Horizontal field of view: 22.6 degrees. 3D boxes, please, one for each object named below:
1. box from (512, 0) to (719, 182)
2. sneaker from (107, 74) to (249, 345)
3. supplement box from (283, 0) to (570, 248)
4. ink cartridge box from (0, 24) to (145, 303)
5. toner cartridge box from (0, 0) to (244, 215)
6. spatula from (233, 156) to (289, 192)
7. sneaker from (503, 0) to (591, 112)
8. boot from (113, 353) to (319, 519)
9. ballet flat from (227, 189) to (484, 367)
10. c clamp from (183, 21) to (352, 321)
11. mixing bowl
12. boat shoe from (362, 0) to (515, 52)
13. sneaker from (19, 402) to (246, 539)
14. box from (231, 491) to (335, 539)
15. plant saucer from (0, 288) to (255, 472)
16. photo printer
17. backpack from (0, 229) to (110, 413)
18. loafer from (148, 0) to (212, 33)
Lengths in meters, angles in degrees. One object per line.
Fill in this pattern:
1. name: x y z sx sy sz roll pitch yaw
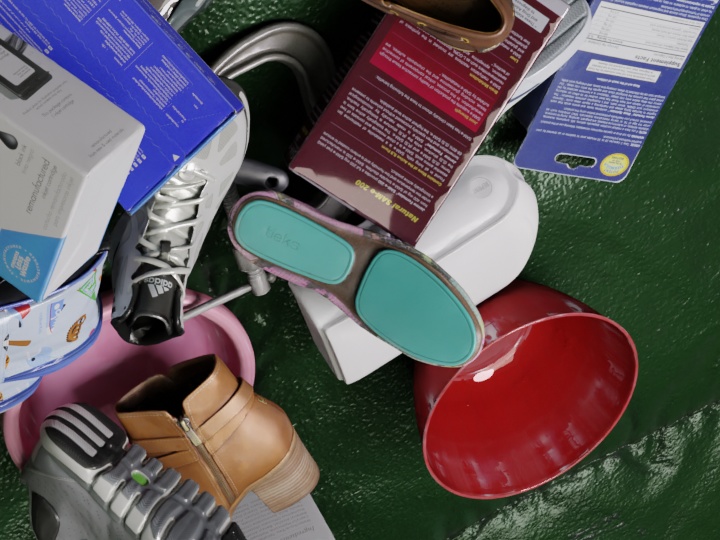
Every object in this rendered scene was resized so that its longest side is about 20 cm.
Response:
1. box: 0.197 -0.163 1.395 0.121 0.032 0.201 6 123 -33
2. sneaker: -0.117 -0.027 1.190 0.075 0.116 0.201 10 133 -18
3. supplement box: 0.044 -0.130 1.257 0.109 0.061 0.201 33 96 -12
4. ink cartridge box: -0.239 -0.088 1.077 0.068 0.199 0.116 -48 170 -48
5. toner cartridge box: -0.173 -0.140 1.105 0.095 0.043 0.200 -41 96 9
6. spatula: -0.143 -0.084 1.231 0.199 0.021 0.057 12 118 -18
7. sneaker: 0.085 -0.137 1.339 0.199 0.073 0.071 -35 160 2
8. boot: -0.144 0.158 1.377 0.199 0.077 0.155 -30 130 11
9. ballet flat: 0.000 0.000 1.264 0.199 0.071 0.069 27 101 2
10. c clamp: -0.075 -0.072 1.289 0.170 0.027 0.201 -22 121 -19
11. mixing bowl: 0.121 0.081 1.509 0.199 0.109 0.201 -16 134 -17
12. boat shoe: 0.016 -0.208 1.173 0.199 0.068 0.072 30 98 -10
13. sneaker: -0.172 0.196 1.338 0.116 0.200 0.075 -51 173 36
14. box: -0.065 0.281 1.508 0.106 0.200 0.153 -20 134 -13
15. plant saucer: -0.181 0.086 1.379 0.199 0.051 0.201 -16 133 -18
16. photo printer: 0.048 -0.004 1.385 0.199 0.070 0.167 -32 161 -6
17. backpack: -0.260 0.008 1.171 0.190 0.200 0.155 -18 141 -21
18. loafer: -0.150 -0.160 1.166 0.063 0.072 0.200 42 91 -5
